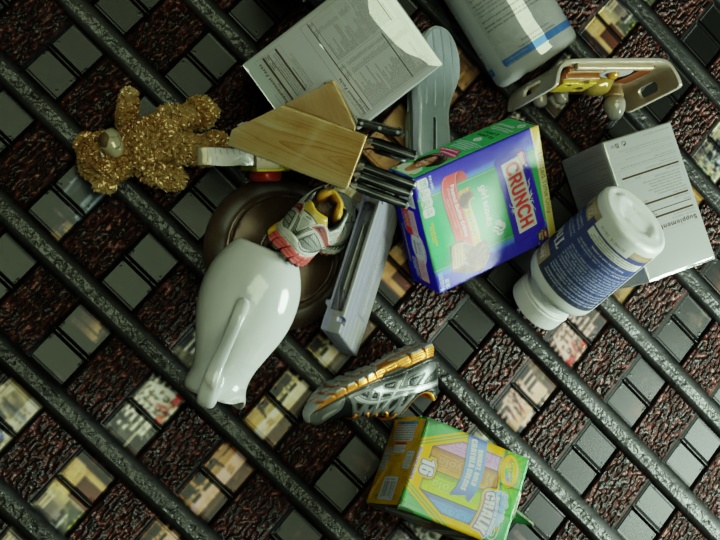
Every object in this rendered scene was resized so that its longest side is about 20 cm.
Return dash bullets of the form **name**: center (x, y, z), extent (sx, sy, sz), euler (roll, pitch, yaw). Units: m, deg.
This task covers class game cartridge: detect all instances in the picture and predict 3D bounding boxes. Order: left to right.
- **game cartridge**: center (0.000, 0.000, 1.666), extent (0.038, 0.130, 0.201), euler (15, 76, 10)

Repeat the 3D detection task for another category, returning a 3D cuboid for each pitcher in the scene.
- **pitcher**: center (-0.147, 0.067, 1.557), extent (0.120, 0.172, 0.201), euler (21, 90, -3)

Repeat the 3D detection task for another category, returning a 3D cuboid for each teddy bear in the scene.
- **teddy bear**: center (-0.258, -0.163, 1.626), extent (0.198, 0.067, 0.146), euler (1, 80, -20)

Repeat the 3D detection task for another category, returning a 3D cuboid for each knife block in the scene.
- **knife block**: center (-0.036, -0.129, 1.551), extent (0.199, 0.064, 0.177), euler (-25, 96, 5)

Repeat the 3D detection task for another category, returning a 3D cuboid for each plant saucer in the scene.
- **plant saucer**: center (-0.103, -0.023, 1.681), extent (0.199, 0.032, 0.202), euler (2, 82, -18)

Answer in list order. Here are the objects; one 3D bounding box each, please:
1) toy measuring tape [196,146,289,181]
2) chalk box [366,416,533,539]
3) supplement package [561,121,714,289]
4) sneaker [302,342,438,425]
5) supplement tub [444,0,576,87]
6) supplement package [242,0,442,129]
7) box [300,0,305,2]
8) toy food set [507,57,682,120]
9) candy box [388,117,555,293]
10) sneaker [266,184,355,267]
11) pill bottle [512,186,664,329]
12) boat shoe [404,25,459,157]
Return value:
- **toy measuring tape**: center (-0.148, -0.145, 1.640), extent (0.199, 0.073, 0.074), euler (-7, 84, -49)
- **chalk box**: center (0.132, 0.280, 1.672), extent (0.199, 0.124, 0.125), euler (23, 75, -16)
- **supplement package**: center (0.387, -0.086, 1.816), extent (0.119, 0.121, 0.201), euler (-18, 89, -21)
- **sneaker**: center (0.019, 0.161, 1.676), extent (0.199, 0.078, 0.078), euler (-22, 99, -20)
- **supplement tub**: center (0.193, -0.367, 1.782), extent (0.132, 0.132, 0.201), euler (-34, 95, -21)
- **supplement package**: center (-0.022, -0.258, 1.644), extent (0.200, 0.152, 0.151), euler (-37, 96, 4)
- **box**: center (-0.029, -0.412, 1.705), extent (0.199, 0.143, 0.036), euler (-29, 121, -20)
- **toy food set**: center (0.323, -0.246, 1.804), extent (0.199, 0.143, 0.061), euler (-4, 83, -20)
- **candy box**: center (0.152, -0.089, 1.725), extent (0.199, 0.077, 0.170), euler (-26, 117, -21)
- **sneaker**: center (-0.041, -0.064, 1.609), extent (0.078, 0.200, 0.082), euler (45, 112, 0)
- **pill bottle**: center (0.298, -0.011, 1.728), extent (0.111, 0.200, 0.111), euler (28, 37, -24)
- **boat shoe**: center (0.087, -0.230, 1.760), extent (0.072, 0.062, 0.202), euler (11, 79, -28)
